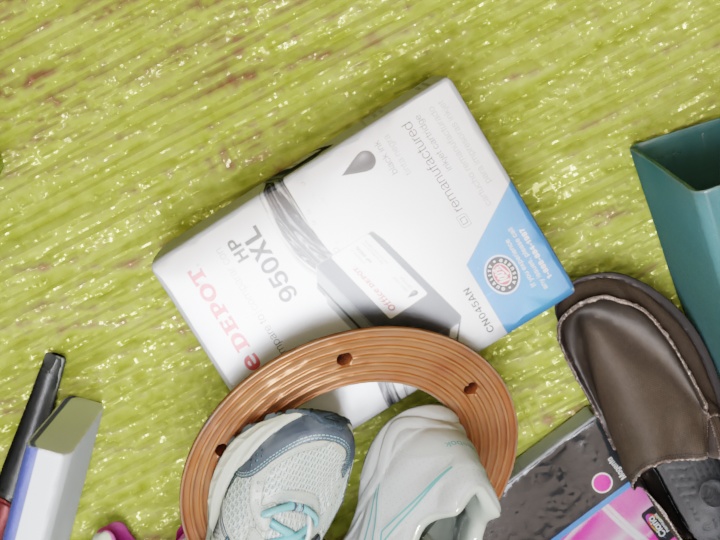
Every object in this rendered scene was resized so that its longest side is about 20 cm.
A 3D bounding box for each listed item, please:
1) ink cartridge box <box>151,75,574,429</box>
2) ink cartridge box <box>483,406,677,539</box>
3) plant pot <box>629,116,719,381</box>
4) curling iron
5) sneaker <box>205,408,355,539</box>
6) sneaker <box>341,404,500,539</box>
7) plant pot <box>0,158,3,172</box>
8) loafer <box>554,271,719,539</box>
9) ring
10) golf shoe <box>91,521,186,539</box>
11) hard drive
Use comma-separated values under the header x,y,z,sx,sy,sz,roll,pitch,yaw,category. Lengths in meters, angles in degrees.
x,y,z,sx,sy,sz,roll,pitch,yaw,category
0.000,0.000,0.851,0.200,0.084,0.145,-32,97,2,ink cartridge box
0.092,0.181,0.902,0.200,0.037,0.095,-37,96,5,ink cartridge box
0.260,0.013,0.840,0.141,0.141,0.201,-17,106,0,plant pot
-0.225,0.142,0.889,0.049,0.026,0.201,25,95,-8,curling iron
-0.051,0.165,0.778,0.077,0.086,0.201,15,116,-29,sneaker
0.016,0.177,0.803,0.070,0.080,0.201,10,111,-28,sneaker
-0.335,-0.017,0.786,0.198,0.200,0.182,29,103,-5,plant pot
0.180,0.090,0.854,0.073,0.071,0.200,-34,92,28,loafer
-0.006,0.112,0.826,0.199,0.019,0.201,-10,124,-15,ring
-0.078,0.203,0.880,0.199,0.075,0.092,7,93,-4,golf shoe
-0.193,0.183,0.841,0.025,0.132,0.201,15,96,-3,hard drive
